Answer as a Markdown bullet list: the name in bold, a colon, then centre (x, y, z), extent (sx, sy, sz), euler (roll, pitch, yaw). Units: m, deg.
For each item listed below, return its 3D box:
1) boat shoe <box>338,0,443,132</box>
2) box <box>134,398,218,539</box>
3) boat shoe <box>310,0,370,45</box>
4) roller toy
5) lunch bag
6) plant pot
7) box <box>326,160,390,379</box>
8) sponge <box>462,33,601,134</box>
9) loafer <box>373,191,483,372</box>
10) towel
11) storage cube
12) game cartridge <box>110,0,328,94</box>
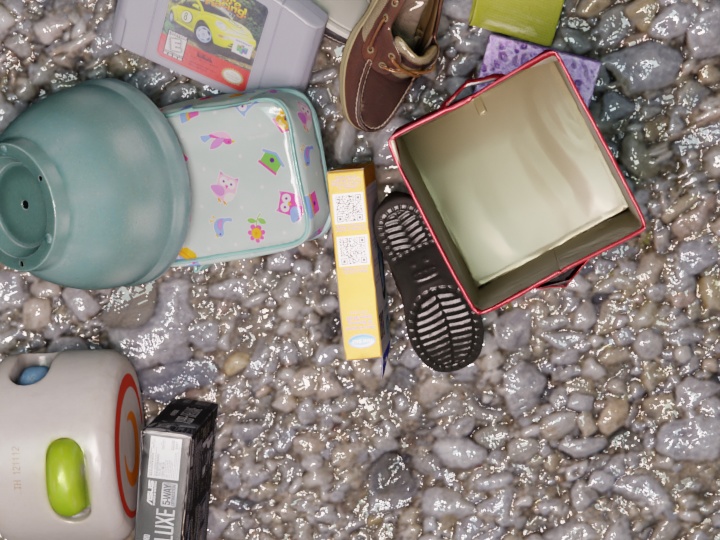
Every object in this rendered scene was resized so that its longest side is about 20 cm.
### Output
- **boat shoe**: centre (0.037, -0.211, 1.687), extent (0.072, 0.072, 0.201), euler (6, 120, -30)
- **box**: centre (-0.179, 0.236, 1.742), extent (0.049, 0.158, 0.201), euler (6, 98, 4)
- **boat shoe**: centre (-0.074, -0.274, 1.722), extent (0.199, 0.074, 0.060), euler (32, 141, -15)
- **roller toy**: centre (-0.287, 0.170, 1.732), extent (0.139, 0.200, 0.183), euler (-2, 61, 5)
- **lunch bag**: centre (-0.129, -0.084, 1.720), extent (0.199, 0.077, 0.161), euler (-7, 103, 26)
- **plant pot**: centre (-0.274, -0.070, 1.680), extent (0.200, 0.134, 0.201), euler (12, 109, 37)
- **box**: centre (0.000, 0.000, 1.718), extent (0.041, 0.119, 0.201), euler (-3, 96, 5)
- **sponge**: centre (0.150, -0.118, 1.737), extent (0.111, 0.030, 0.201), euler (16, 98, 3)
- **loafer**: centre (0.067, 0.005, 1.733), extent (0.073, 0.071, 0.201), euler (-16, 118, 6)
- **towel**: centre (0.160, -0.302, 1.672), extent (0.086, 0.018, 0.201), euler (18, 128, 6)
- **storage cube**: centre (0.139, -0.083, 1.638), extent (0.170, 0.180, 0.201), euler (-28, 95, 7)
- **game cartridge**: centre (-0.134, -0.236, 1.710), extent (0.199, 0.041, 0.134), euler (23, 129, 3)
